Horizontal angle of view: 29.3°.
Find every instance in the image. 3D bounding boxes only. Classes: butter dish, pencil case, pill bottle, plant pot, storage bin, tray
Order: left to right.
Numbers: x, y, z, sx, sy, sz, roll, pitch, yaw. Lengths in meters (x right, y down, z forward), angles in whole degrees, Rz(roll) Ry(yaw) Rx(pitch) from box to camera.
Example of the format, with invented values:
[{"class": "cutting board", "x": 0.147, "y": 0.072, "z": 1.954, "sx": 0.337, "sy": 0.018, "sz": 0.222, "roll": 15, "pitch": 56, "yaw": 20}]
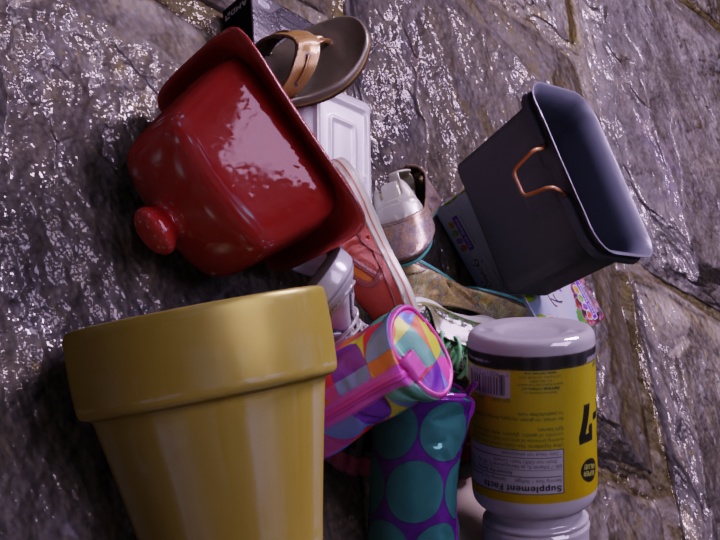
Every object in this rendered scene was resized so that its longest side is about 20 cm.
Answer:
[{"class": "butter dish", "x": -0.125, "y": -0.067, "z": 1.148, "sx": 0.147, "sy": 0.199, "sz": 0.201, "roll": -38, "pitch": 98, "yaw": -29}, {"class": "plant pot", "x": -0.105, "y": 0.122, "z": 1.012, "sx": 0.200, "sy": 0.199, "sz": 0.191, "roll": -8, "pitch": 85, "yaw": -51}, {"class": "pencil case", "x": -0.020, "y": 0.106, "z": 1.112, "sx": 0.088, "sy": 0.199, "sz": 0.089, "roll": 38, "pitch": 32, "yaw": -30}, {"class": "tray", "x": -0.022, "y": -0.086, "z": 1.305, "sx": 0.107, "sy": 0.022, "sz": 0.203, "roll": 18, "pitch": 63, "yaw": -42}, {"class": "pencil case", "x": 0.052, "y": 0.193, "z": 1.162, "sx": 0.085, "sy": 0.091, "sz": 0.203, "roll": -39, "pitch": 130, "yaw": -87}, {"class": "pill bottle", "x": 0.152, "y": 0.149, "z": 1.208, "sx": 0.114, "sy": 0.113, "sz": 0.203, "roll": -15, "pitch": 105, "yaw": -53}, {"class": "storage bin", "x": 0.189, "y": -0.072, "z": 1.440, "sx": 0.145, "sy": 0.134, "sz": 0.202, "roll": 4, "pitch": 58, "yaw": -50}]

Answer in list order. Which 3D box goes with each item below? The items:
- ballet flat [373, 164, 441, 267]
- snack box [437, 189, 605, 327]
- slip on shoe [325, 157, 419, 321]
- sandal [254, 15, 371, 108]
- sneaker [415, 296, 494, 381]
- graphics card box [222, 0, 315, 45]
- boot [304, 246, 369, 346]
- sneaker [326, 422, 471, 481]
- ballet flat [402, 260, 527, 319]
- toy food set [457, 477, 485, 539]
[{"class": "ballet flat", "x": 0.039, "y": -0.061, "z": 1.374, "sx": 0.200, "sy": 0.067, "sz": 0.068, "roll": -73, "pitch": 145, "yaw": -71}, {"class": "snack box", "x": 0.181, "y": -0.006, "z": 1.542, "sx": 0.142, "sy": 0.053, "sz": 0.201, "roll": -24, "pitch": 83, "yaw": -53}, {"class": "slip on shoe", "x": 0.000, "y": 0.000, "z": 1.237, "sx": 0.061, "sy": 0.074, "sz": 0.202, "roll": -27, "pitch": 97, "yaw": -16}, {"class": "sandal", "x": -0.077, "y": -0.190, "z": 1.276, "sx": 0.198, "sy": 0.054, "sz": 0.081, "roll": -21, "pitch": 62, "yaw": -17}, {"class": "sneaker", "x": 0.097, "y": 0.077, "z": 1.327, "sx": 0.198, "sy": 0.088, "sz": 0.078, "roll": 6, "pitch": 105, "yaw": -40}, {"class": "graphics card box", "x": -0.073, "y": -0.167, "z": 1.360, "sx": 0.125, "sy": 0.051, "sz": 0.202, "roll": 22, "pitch": 51, "yaw": -39}, {"class": "boot", "x": -0.011, "y": 0.044, "z": 1.169, "sx": 0.095, "sy": 0.200, "sz": 0.074, "roll": 39, "pitch": 79, "yaw": -1}, {"class": "sneaker", "x": 0.022, "y": 0.136, "z": 1.254, "sx": 0.198, "sy": 0.080, "sz": 0.095, "roll": 17, "pitch": 19, "yaw": -31}, {"class": "ballet flat", "x": 0.094, "y": 0.040, "z": 1.406, "sx": 0.199, "sy": 0.070, "sz": 0.071, "roll": 21, "pitch": 50, "yaw": -41}, {"class": "toy food set", "x": 0.125, "y": 0.267, "z": 1.290, "sx": 0.201, "sy": 0.060, "sz": 0.143, "roll": 55, "pitch": 36, "yaw": 9}]
